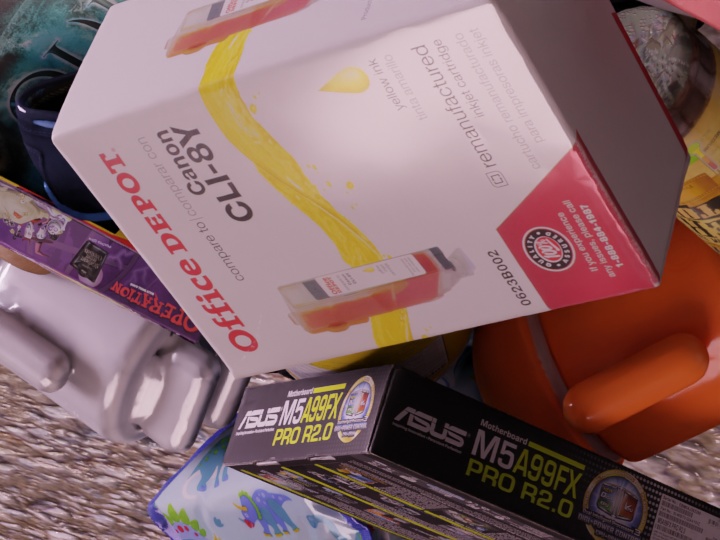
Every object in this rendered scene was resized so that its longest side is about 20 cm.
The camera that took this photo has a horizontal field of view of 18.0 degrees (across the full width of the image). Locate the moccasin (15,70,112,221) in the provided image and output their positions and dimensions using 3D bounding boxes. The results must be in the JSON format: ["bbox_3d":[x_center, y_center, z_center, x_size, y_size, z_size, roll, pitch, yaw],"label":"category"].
[{"bbox_3d":[-0.057,-0.078,0.975,0.199,0.081,0.068,-22,128,13],"label":"moccasin"}]

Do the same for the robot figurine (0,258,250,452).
[{"bbox_3d":[-0.154,0.020,1.299,0.199,0.169,0.113,34,117,20],"label":"robot figurine"}]

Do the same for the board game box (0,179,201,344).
[{"bbox_3d":[-0.142,-0.011,1.073,0.120,0.032,0.200,33,175,-15],"label":"board game box"}]

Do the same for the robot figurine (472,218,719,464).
[{"bbox_3d":[0.140,0.030,1.118,0.199,0.145,0.117,-27,138,19],"label":"robot figurine"}]

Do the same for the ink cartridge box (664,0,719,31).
[{"bbox_3d":[0.078,-0.177,0.764,0.199,0.068,0.117,25,126,-18],"label":"ink cartridge box"}]

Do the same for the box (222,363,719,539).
[{"bbox_3d":[0.055,0.106,1.095,0.199,0.045,0.160,25,164,-22],"label":"box"}]

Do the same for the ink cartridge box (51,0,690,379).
[{"bbox_3d":[0.005,-0.049,0.877,0.199,0.084,0.145,-13,128,30],"label":"ink cartridge box"}]

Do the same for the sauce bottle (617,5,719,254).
[{"bbox_3d":[0.165,-0.039,0.974,0.064,0.065,0.200,-6,151,41],"label":"sauce bottle"}]

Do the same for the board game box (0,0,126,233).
[{"bbox_3d":[-0.108,-0.111,1.011,0.135,0.028,0.200,27,125,-29],"label":"board game box"}]

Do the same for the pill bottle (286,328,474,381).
[{"bbox_3d":[0.000,0.000,1.086,0.111,0.113,0.200,12,164,10],"label":"pill bottle"}]

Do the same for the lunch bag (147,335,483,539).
[{"bbox_3d":[0.001,0.098,1.320,0.170,0.200,0.128,-19,111,51],"label":"lunch bag"}]

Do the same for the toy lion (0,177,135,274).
[{"bbox_3d":[-0.160,-0.068,1.158,0.200,0.069,0.191,41,153,-29],"label":"toy lion"}]

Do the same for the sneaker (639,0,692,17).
[{"bbox_3d":[0.074,-0.147,0.903,0.199,0.076,0.115,26,165,-4],"label":"sneaker"}]

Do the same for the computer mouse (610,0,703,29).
[{"bbox_3d":[0.078,-0.086,1.026,0.109,0.044,0.200,-11,165,-17],"label":"computer mouse"}]
